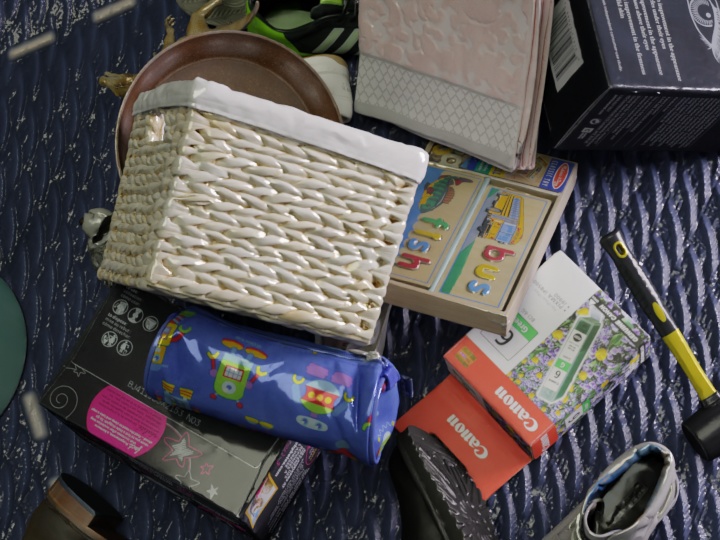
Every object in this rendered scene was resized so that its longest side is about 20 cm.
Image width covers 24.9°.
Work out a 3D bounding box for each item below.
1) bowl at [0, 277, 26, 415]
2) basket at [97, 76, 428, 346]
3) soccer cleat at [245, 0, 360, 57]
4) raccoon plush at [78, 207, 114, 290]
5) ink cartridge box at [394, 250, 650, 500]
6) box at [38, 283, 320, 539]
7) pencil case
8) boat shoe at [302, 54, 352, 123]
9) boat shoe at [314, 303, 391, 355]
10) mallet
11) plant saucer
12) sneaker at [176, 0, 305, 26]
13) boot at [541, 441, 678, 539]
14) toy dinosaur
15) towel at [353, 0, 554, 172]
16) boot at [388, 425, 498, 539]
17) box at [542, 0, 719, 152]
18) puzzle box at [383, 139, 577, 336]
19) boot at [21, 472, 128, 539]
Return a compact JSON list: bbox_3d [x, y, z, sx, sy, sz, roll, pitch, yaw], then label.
[{"bbox_3d":[-0.406,0.061,1.429,0.200,0.105,0.201,-4,70,10],"label":"bowl"},{"bbox_3d":[-0.082,-0.044,1.275,0.200,0.198,0.161,14,87,-21],"label":"basket"},{"bbox_3d":[-0.006,-0.232,1.478,0.200,0.081,0.068,-6,68,6],"label":"soccer cleat"},{"bbox_3d":[-0.145,-0.033,1.428,0.200,0.097,0.134,12,80,14],"label":"raccoon plush"},{"bbox_3d":[0.130,0.091,1.346,0.200,0.050,0.109,-41,68,-7],"label":"ink cartridge box"},{"bbox_3d":[-0.138,0.116,1.353,0.200,0.115,0.132,27,75,17],"label":"box"},{"bbox_3d":[-0.064,0.084,1.249,0.200,0.078,0.087,15,101,13],"label":"pencil case"},{"bbox_3d":[-0.104,-0.138,1.467,0.200,0.071,0.069,-14,71,6],"label":"boat shoe"},{"bbox_3d":[-0.002,0.001,1.397,0.074,0.065,0.202,9,70,13],"label":"boat shoe"},{"bbox_3d":[0.260,0.051,1.306,0.066,0.041,0.200,-25,92,-5],"label":"mallet"},{"bbox_3d":[-0.112,-0.103,1.393,0.200,0.034,0.201,1,86,-17],"label":"plant saucer"},{"bbox_3d":[-0.075,-0.287,1.524,0.200,0.075,0.085,-9,58,4],"label":"sneaker"},{"bbox_3d":[0.172,0.213,1.267,0.074,0.096,0.200,36,79,21],"label":"boot"},{"bbox_3d":[-0.142,-0.204,1.467,0.200,0.058,0.101,-22,34,32],"label":"toy dinosaur"},{"bbox_3d":[0.073,-0.197,1.381,0.200,0.191,0.032,25,33,37],"label":"towel"},{"bbox_3d":[0.030,0.241,1.287,0.158,0.079,0.211,-37,51,17],"label":"boot"},{"bbox_3d":[0.253,-0.185,1.358,0.200,0.104,0.148,1,65,-22],"label":"box"},{"bbox_3d":[0.092,-0.036,1.371,0.133,0.025,0.200,15,47,14],"label":"puzzle box"},{"bbox_3d":[-0.209,0.266,1.340,0.200,0.075,0.097,42,93,29],"label":"boot"}]
